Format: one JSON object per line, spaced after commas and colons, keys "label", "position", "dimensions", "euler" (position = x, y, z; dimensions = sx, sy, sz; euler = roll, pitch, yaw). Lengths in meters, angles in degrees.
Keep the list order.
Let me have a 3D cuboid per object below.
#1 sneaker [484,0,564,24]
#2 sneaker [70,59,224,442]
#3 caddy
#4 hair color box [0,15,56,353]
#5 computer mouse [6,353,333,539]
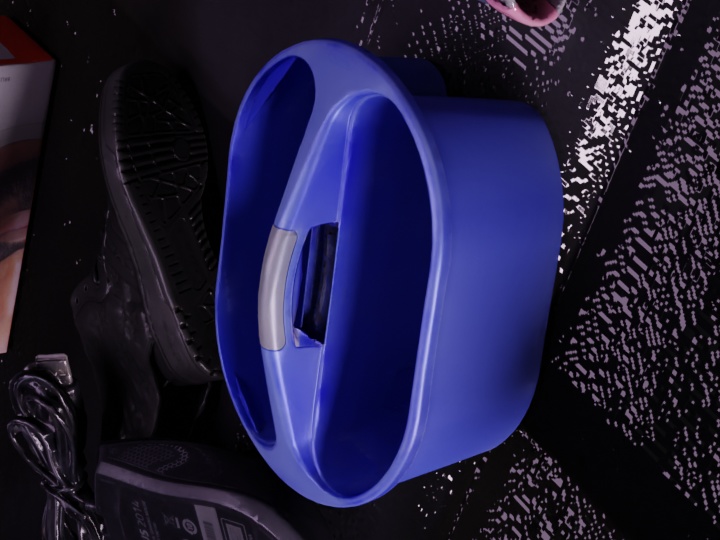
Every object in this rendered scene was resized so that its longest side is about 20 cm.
{"label": "sneaker", "position": [0.041, -0.132, 0.762], "dimensions": [0.200, 0.070, 0.082], "euler": [-9, 87, 53]}
{"label": "sneaker", "position": [-0.117, 0.000, 1.013], "dimensions": [0.104, 0.060, 0.200], "euler": [-17, 88, 47]}
{"label": "caddy", "position": [0.000, 0.000, 0.827], "dimensions": [0.141, 0.105, 0.200], "euler": [28, 119, 44]}
{"label": "hair color box", "position": [-0.251, -0.041, 1.131], "dimensions": [0.064, 0.111, 0.200], "euler": [42, 129, 38]}
{"label": "computer mouse", "position": [-0.084, 0.118, 0.981], "dimensions": [0.200, 0.053, 0.139], "euler": [16, 127, 33]}
